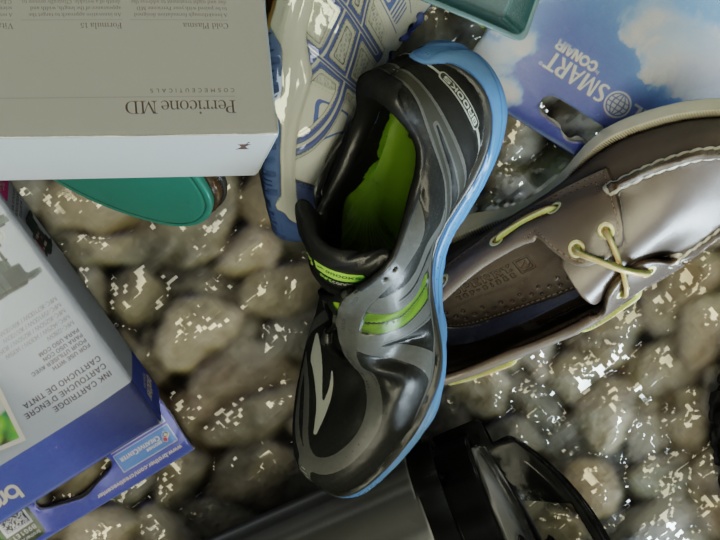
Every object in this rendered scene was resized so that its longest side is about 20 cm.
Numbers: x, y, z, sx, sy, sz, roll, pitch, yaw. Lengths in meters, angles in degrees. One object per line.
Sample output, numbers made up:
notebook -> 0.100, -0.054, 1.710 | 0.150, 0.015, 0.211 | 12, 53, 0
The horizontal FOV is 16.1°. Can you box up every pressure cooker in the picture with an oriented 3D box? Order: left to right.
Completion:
pressure cooker -> 0.026, 0.173, 1.129 | 0.199, 0.179, 0.177 | -25, 111, 4

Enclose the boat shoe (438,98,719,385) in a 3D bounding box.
boat shoe -> 0.094, -0.008, 1.089 | 0.199, 0.060, 0.072 | -25, 123, 28

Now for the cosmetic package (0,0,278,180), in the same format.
cosmetic package -> -0.139, -0.113, 0.998 | 0.198, 0.052, 0.152 | -1, 70, -14

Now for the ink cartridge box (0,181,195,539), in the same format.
ink cartridge box -> -0.172, 0.040, 1.121 | 0.119, 0.042, 0.201 | -31, 115, 6

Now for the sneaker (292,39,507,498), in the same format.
sneaker -> 0.000, 0.000, 1.057 | 0.082, 0.071, 0.201 | -10, 122, -47

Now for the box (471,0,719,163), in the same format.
box -> 0.138, -0.140, 1.083 | 0.122, 0.048, 0.200 | 30, 107, -18

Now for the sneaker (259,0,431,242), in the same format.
sneaker -> -0.002, -0.105, 1.064 | 0.087, 0.075, 0.201 | -1, 115, -10

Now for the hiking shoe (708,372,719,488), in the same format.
hiking shoe -> 0.223, 0.102, 1.194 | 0.100, 0.076, 0.201 | -15, 123, -11

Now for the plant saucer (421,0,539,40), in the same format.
plant saucer -> 0.071, -0.199, 1.033 | 0.070, 0.019, 0.201 | 19, 94, -30

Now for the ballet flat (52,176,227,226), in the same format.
ballet flat -> -0.141, -0.086, 1.055 | 0.199, 0.073, 0.073 | 23, 108, -12
